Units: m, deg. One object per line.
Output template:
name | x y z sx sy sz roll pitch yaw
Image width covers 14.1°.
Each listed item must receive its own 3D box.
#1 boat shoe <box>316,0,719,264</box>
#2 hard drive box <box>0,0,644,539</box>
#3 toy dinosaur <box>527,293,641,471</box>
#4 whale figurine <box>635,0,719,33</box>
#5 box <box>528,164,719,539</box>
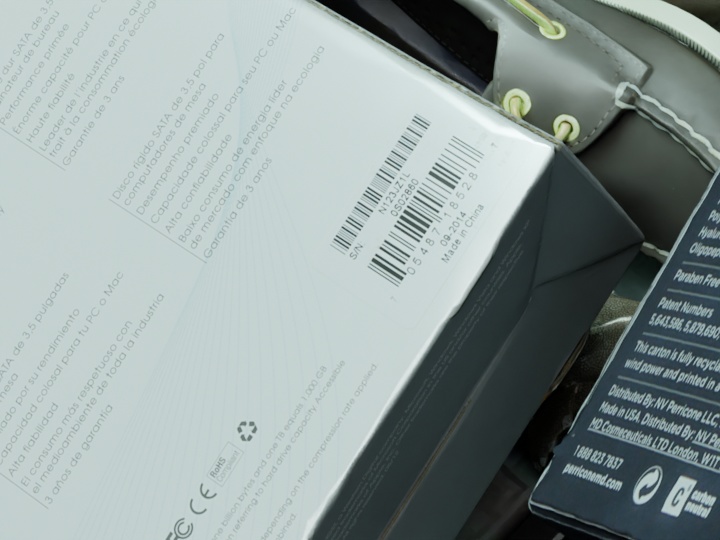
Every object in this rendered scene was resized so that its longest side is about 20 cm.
boat shoe | 0.044 -0.050 0.795 0.201 0.072 0.060 38 55 22
hard drive box | -0.056 -0.001 0.733 0.200 0.077 0.156 33 88 27
toy dinosaur | 0.000 0.000 0.811 0.199 0.102 0.077 26 84 30
whale figurine | 0.115 -0.121 0.800 0.103 0.160 0.200 -22 36 -37
box | 0.181 0.026 0.669 0.199 0.124 0.197 33 82 -20
